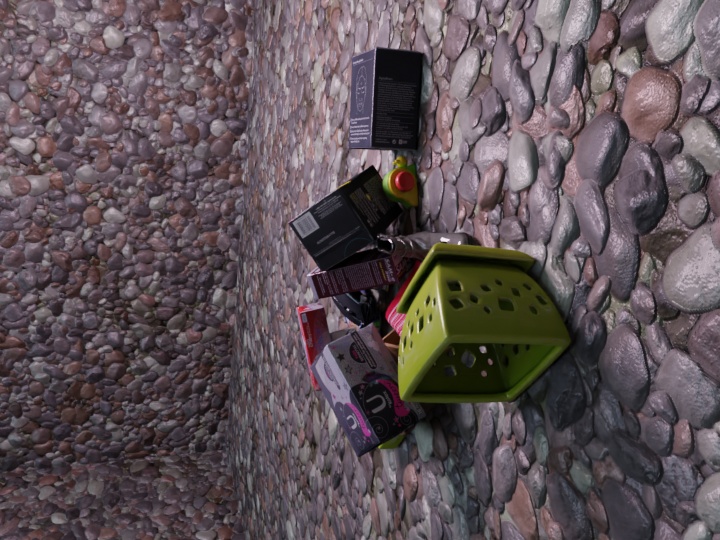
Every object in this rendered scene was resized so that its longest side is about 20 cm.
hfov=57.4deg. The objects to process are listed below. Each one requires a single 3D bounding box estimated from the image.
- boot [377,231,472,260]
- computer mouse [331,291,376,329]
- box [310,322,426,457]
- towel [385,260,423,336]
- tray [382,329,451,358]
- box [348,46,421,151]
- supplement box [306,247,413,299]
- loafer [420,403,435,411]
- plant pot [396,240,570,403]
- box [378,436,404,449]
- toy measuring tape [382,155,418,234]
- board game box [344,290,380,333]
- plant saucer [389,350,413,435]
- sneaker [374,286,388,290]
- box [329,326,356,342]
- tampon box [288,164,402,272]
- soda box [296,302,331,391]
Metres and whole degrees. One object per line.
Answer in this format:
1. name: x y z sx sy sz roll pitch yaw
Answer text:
1. boot: 0.111 -0.039 1.210 0.200 0.129 0.068 -164 74 -69
2. computer mouse: -0.028 0.065 1.494 0.200 0.052 0.139 -125 26 -45
3. box: 0.009 0.226 1.237 0.201 0.114 0.132 59 151 15
4. towel: 0.108 0.061 1.250 0.145 0.022 0.200 -59 16 5
5. tray: 0.114 0.131 1.255 0.037 0.098 0.200 55 163 -11
6. box: 0.049 -0.360 1.406 0.148 0.106 0.202 -152 63 -68
7. supplement box: 0.000 0.000 1.386 0.109 0.198 0.061 -43 -64 -60
8. loafer: 0.092 0.215 1.335 0.200 0.075 0.068 -133 39 -54
9. plant pot: 0.164 0.075 0.989 0.201 0.197 0.183 116 153 -51
10. box: 0.077 0.292 1.431 0.201 0.047 0.123 114 151 -48
11. toy measuring tape: 0.083 -0.141 1.372 0.073 0.073 0.202 161 108 -69
12. board game box: 0.002 0.119 1.612 0.200 0.034 0.136 -120 23 -54
13. plant saucer: 0.052 0.232 1.317 0.200 0.029 0.202 38 140 41
14. sneaker: 0.006 -0.002 1.569 0.200 0.081 0.075 -152 62 -70
15. box: -0.024 0.243 1.609 0.082 0.068 0.202 142 114 -77
16. tampon box: -0.027 -0.113 1.388 0.149 0.200 0.127 -30 98 29
17. soda box: -0.103 0.184 1.596 0.070 0.063 0.202 -152 50 -74
